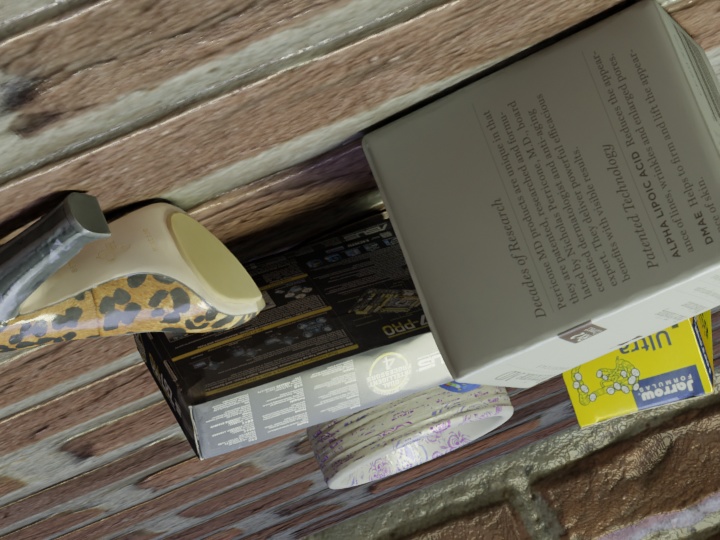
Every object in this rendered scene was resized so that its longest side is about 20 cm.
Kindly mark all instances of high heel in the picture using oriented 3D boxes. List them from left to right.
[{"bbox_3d":[-0.157,0.021,1.275,0.142,0.072,0.200,-34,149,23],"label":"high heel"}]

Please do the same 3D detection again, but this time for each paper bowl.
[{"bbox_3d":[0.042,0.131,2.122,0.199,0.105,0.201,-21,169,-4],"label":"paper bowl"}]

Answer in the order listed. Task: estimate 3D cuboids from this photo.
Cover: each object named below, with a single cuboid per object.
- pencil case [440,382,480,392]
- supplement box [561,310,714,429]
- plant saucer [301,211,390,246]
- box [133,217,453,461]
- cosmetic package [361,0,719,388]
[{"bbox_3d":[0.100,0.049,1.922,0.078,0.087,0.200,21,164,-1],"label":"pencil case"},{"bbox_3d":[0.210,0.023,1.696,0.108,0.110,0.200,-17,-162,14],"label":"supplement box"},{"bbox_3d":[0.000,0.000,1.614,0.199,0.032,0.200,-22,170,-4],"label":"plant saucer"},{"bbox_3d":[-0.040,0.041,1.440,0.199,0.049,0.161,-17,-151,-14],"label":"box"},{"bbox_3d":[0.137,-0.040,1.331,0.199,0.166,0.165,-25,167,17],"label":"cosmetic package"}]
